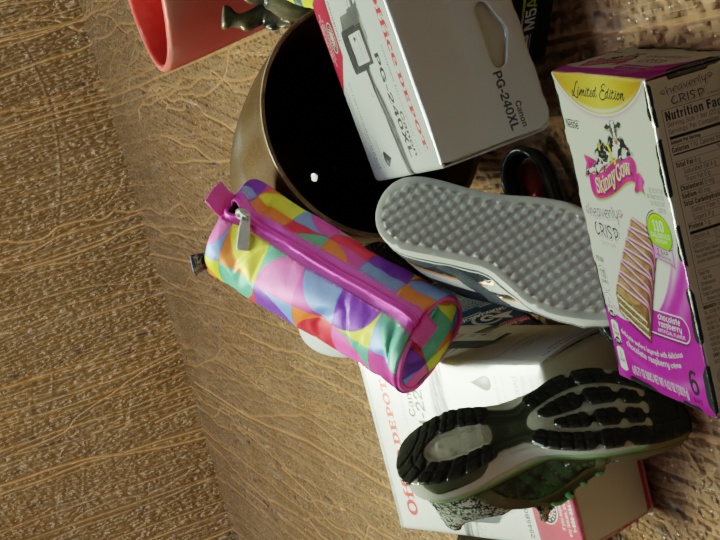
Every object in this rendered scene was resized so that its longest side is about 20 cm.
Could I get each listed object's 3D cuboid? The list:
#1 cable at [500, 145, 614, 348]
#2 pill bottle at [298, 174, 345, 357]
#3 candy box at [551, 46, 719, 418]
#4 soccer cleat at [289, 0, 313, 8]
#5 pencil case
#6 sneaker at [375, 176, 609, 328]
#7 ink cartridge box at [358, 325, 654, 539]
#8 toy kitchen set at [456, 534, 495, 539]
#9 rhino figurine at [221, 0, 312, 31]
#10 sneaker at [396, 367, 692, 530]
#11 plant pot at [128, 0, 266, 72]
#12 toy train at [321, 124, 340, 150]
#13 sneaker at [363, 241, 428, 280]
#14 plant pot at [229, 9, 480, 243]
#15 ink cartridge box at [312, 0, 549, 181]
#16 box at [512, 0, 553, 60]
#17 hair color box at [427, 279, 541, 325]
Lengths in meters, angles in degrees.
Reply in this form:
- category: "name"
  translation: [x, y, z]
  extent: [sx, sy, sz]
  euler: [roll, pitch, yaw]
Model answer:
- category: "cable"
  translation: [0.153, -0.022, 1.263]
  extent: [0.200, 0.050, 0.098]
  euler: [39, 128, 46]
- category: "pill bottle"
  translation: [-0.018, -0.025, 1.721]
  extent: [0.111, 0.110, 0.201]
  euler: [-128, 24, -54]
- category: "candy box"
  translation: [0.183, -0.027, 1.052]
  extent: [0.136, 0.061, 0.202]
  euler: [-156, 51, -72]
- category: "soccer cleat"
  translation: [-0.070, -0.270, 1.445]
  extent: [0.200, 0.065, 0.084]
  euler: [42, -178, -38]
- category: "pencil case"
  translation: [-0.025, 0.009, 1.294]
  extent: [0.199, 0.088, 0.089]
  euler: [30, 147, 21]
- category: "sneaker"
  translation: [0.111, -0.011, 1.224]
  extent: [0.199, 0.079, 0.079]
  euler: [22, 172, 26]
- category: "ink cartridge box"
  translation: [0.104, 0.119, 1.331]
  extent: [0.199, 0.084, 0.147]
  euler: [-2, 106, 51]
- category: "toy kitchen set"
  translation: [0.165, 0.282, 1.435]
  extent: [0.201, 0.179, 0.164]
  euler: [-69, -18, -49]
- category: "rhino figurine"
  translation: [-0.068, -0.304, 1.577]
  extent: [0.060, 0.087, 0.202]
  euler: [124, 153, -75]
- category: "sneaker"
  translation: [0.129, 0.129, 1.213]
  extent: [0.077, 0.198, 0.089]
  euler: [-89, -19, -47]
- category: "plant pot"
  translation: [-0.130, -0.305, 1.684]
  extent: [0.200, 0.176, 0.202]
  euler: [162, 90, -76]
- category: "toy train"
  translation: [0.020, -0.136, 1.534]
  extent: [0.116, 0.084, 0.201]
  euler: [-29, 78, 62]
- category: "sneaker"
  translation: [0.000, 0.000, 1.585]
  extent: [0.200, 0.093, 0.071]
  euler: [22, -93, -66]
- category: "plant pot"
  translation: [-0.028, -0.096, 1.445]
  extent: [0.200, 0.186, 0.188]
  euler: [-27, 80, 63]
- category: "ink cartridge box"
  translation: [0.044, -0.146, 1.228]
  extent: [0.200, 0.083, 0.146]
  euler: [180, 70, -78]
- category: "box"
  translation: [0.076, -0.270, 1.207]
  extent: [0.201, 0.047, 0.194]
  euler: [93, 153, -54]
- category: "hair color box"
  translation: [0.101, 0.077, 1.489]
  extent: [0.200, 0.060, 0.101]
  euler: [-143, 38, -66]
